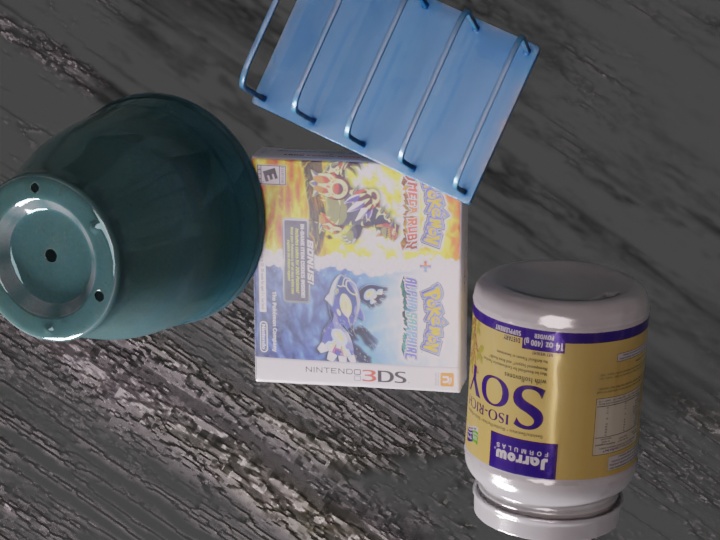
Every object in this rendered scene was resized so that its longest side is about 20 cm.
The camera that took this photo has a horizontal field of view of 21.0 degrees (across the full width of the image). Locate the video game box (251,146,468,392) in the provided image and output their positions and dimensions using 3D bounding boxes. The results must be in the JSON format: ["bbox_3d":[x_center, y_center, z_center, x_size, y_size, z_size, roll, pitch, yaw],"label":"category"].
[{"bbox_3d":[0.000,0.000,1.642,0.181,0.047,0.202,1,105,8],"label":"video game box"}]

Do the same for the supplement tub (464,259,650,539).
[{"bbox_3d":[0.158,0.104,1.586,0.144,0.145,0.202,5,106,10],"label":"supplement tub"}]

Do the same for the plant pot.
[{"bbox_3d":[-0.206,-0.031,1.579,0.199,0.188,0.202,6,106,23],"label":"plant pot"}]

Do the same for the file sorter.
[{"bbox_3d":[0.021,-0.160,1.532,0.199,0.123,0.140,25,92,8],"label":"file sorter"}]
